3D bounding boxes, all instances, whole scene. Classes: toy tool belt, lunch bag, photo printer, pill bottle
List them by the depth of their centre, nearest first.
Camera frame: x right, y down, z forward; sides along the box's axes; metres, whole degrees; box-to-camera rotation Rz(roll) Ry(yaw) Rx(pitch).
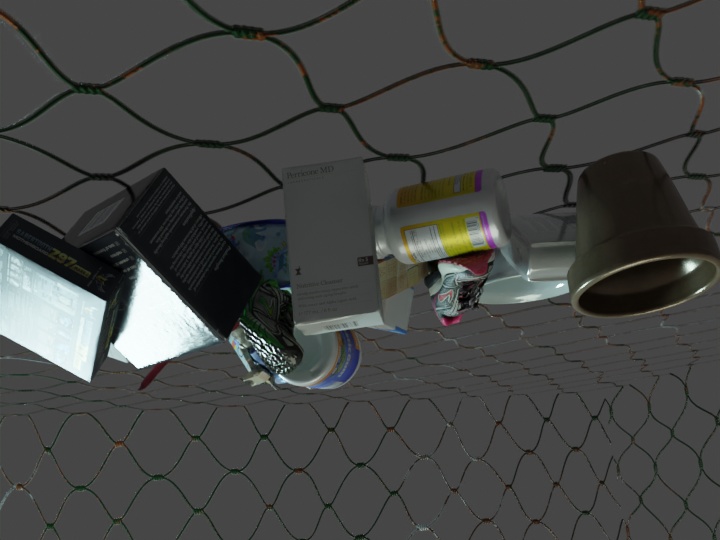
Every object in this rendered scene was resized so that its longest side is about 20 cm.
[{"bbox_3d":[0.099,-0.068,1.219,0.196,0.107,0.104,-10,164,20],"label":"pill bottle"},{"bbox_3d":[0.320,-0.039,1.346,0.195,0.071,0.167,-4,-161,-8],"label":"photo printer"},{"bbox_3d":[-0.152,0.000,1.361,0.195,0.131,0.170,2,165,13],"label":"lunch bag"},{"bbox_3d":[-0.061,0.127,1.409,0.109,0.115,0.200,-9,169,15],"label":"pill bottle"},{"bbox_3d":[-0.152,0.127,1.469,0.125,0.123,0.199,-48,137,6],"label":"toy tool belt"}]

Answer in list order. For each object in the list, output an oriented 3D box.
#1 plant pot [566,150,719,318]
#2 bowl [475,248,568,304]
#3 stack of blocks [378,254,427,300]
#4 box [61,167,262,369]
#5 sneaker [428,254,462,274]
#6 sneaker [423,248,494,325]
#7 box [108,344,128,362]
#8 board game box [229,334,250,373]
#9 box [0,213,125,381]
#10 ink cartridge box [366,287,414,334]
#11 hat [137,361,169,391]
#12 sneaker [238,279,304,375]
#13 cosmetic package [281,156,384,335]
[{"bbox_3d":[0.361,-0.054,1.194,0.195,0.178,0.201,-5,155,-3],"label":"plant pot"},{"bbox_3d":[0.271,-0.011,1.510,0.196,0.093,0.201,-6,165,-2],"label":"bowl"},{"bbox_3d":[0.000,0.000,1.310,0.113,0.060,0.199,11,-158,34],"label":"stack of blocks"},{"bbox_3d":[-0.270,0.005,1.160,0.198,0.125,0.198,-18,121,40],"label":"box"},{"bbox_3d":[0.111,-0.019,1.425,0.065,0.092,0.200,-2,165,-15],"label":"sneaker"},{"bbox_3d":[0.148,0.022,1.275,0.079,0.076,0.200,-12,167,-10],"label":"sneaker"},{"bbox_3d":[-0.419,0.041,1.319,0.196,0.108,0.152,19,161,-5],"label":"box"},{"bbox_3d":[-0.124,0.108,1.648,0.197,0.103,0.107,-7,129,-35],"label":"board game box"},{"bbox_3d":[-0.384,0.040,1.127,0.155,0.051,0.201,29,139,-1],"label":"box"},{"bbox_3d":[-0.026,0.042,1.493,0.196,0.086,0.146,8,173,21],"label":"ink cartridge box"},{"bbox_3d":[-0.275,0.117,1.618,0.197,0.180,0.165,-14,163,30],"label":"hat"},{"bbox_3d":[-0.114,0.062,1.172,0.084,0.200,0.079,-32,122,-7],"label":"sneaker"},{"bbox_3d":[-0.034,-0.030,1.131,0.110,0.205,0.081,-9,166,4],"label":"cosmetic package"}]
